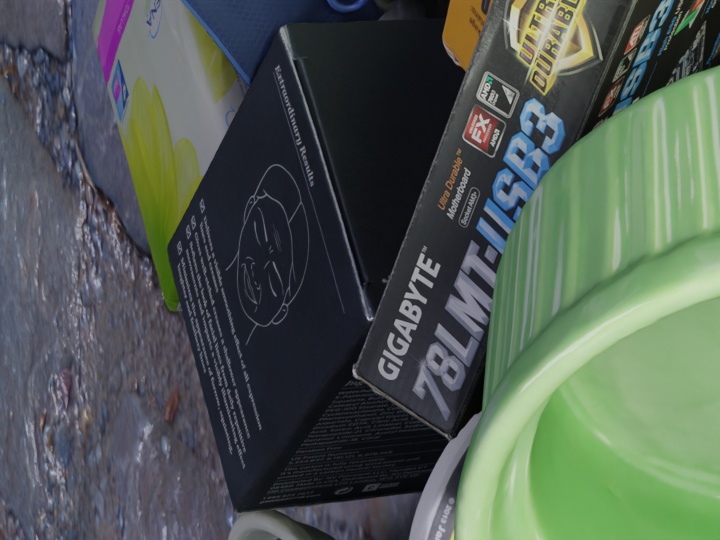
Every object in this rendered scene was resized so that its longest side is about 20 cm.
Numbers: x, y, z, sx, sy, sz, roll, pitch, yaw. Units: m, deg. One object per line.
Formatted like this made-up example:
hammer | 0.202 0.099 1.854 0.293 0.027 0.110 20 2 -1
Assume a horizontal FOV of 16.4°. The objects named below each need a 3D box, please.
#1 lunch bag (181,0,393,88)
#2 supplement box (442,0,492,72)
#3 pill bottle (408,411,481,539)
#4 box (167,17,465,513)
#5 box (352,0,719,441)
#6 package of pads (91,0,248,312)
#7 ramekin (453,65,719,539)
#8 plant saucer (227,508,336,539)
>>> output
lunch bag | -0.040 -0.188 1.134 0.136 0.132 0.200 50 -172 -47
supplement box | 0.090 -0.154 0.962 0.067 0.069 0.200 -120 36 -45
pill bottle | 0.121 0.117 0.835 0.200 0.112 0.112 24 119 35
box | 0.000 0.000 1.139 0.200 0.107 0.149 124 136 -55
box | 0.089 -0.068 0.835 0.050 0.198 0.200 33 133 16
package of pads | -0.082 -0.101 1.350 0.155 0.068 0.200 121 137 -54
ramekin | 0.124 0.037 0.664 0.098 0.199 0.200 -88 12 -48
plant saucer | 0.003 0.201 1.208 0.200 0.050 0.200 50 152 38
